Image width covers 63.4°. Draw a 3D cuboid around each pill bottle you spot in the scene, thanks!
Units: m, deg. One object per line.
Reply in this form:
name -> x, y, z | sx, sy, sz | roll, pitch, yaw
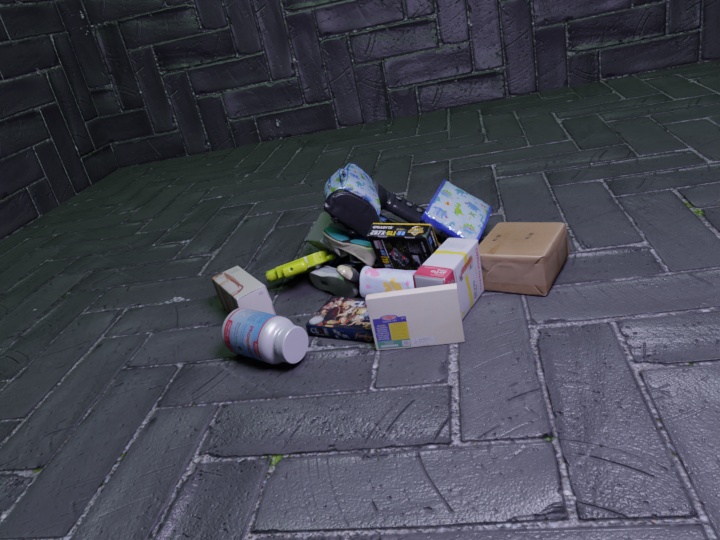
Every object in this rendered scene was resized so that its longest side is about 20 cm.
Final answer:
pill bottle -> -0.218, 0.153, 1.341 | 0.198, 0.110, 0.109 | 8, 32, 38

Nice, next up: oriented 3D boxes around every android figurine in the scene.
android figurine -> -0.167, -0.012, 1.655 | 0.198, 0.042, 0.182 | -18, -1, 2

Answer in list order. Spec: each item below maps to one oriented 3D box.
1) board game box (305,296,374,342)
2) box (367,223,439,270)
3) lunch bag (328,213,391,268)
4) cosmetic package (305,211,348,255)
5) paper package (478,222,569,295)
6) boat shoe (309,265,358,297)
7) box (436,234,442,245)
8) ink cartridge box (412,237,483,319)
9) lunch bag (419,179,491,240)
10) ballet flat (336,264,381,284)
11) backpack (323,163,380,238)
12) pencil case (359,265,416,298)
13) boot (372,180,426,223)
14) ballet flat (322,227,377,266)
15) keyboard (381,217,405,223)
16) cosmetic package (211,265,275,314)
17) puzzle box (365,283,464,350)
board game box -> -0.014, 0.115, 1.406 | 0.198, 0.035, 0.136 | 2, 29, 29
box -> 0.122, -0.030, 1.445 | 0.158, 0.201, 0.050 | 5, 50, 31
lunch bag -> -0.013, -0.083, 1.732 | 0.199, 0.094, 0.151 | -33, 27, 27
cosmetic package -> -0.084, -0.109, 1.704 | 0.107, 0.090, 0.200 | -59, 20, -4
paper package -> 0.395, -0.035, 1.442 | 0.189, 0.104, 0.200 | 3, 30, 34
boat shoe -> -0.060, 0.022, 1.577 | 0.071, 0.071, 0.200 | -35, 29, -28
box -> 0.157, -0.066, 1.685 | 0.158, 0.045, 0.201 | -11, 26, 6
ink cartridge box -> 0.207, 0.030, 1.344 | 0.083, 0.147, 0.200 | 6, 31, 33
lunch bag -> 0.264, -0.143, 1.634 | 0.169, 0.128, 0.200 | 29, 29, 3
ballet flat -> 0.000, 0.000, 1.511 | 0.066, 0.057, 0.199 | 43, 18, 24
backpack -> -0.024, -0.198, 1.568 | 0.154, 0.162, 0.200 | -55, 21, 8
pencil case -> 0.095, 0.036, 1.429 | 0.198, 0.084, 0.090 | 5, 8, 28
boot -> 0.109, -0.168, 1.696 | 0.066, 0.199, 0.166 | -49, 19, 35
ballet flat -> -0.030, -0.059, 1.534 | 0.069, 0.070, 0.199 | -31, 38, -33
keyboard -> 0.100, -0.114, 1.612 | 0.198, 0.040, 0.104 | 6, 28, -24
cosmetic package -> -0.315, 0.071, 1.563 | 0.087, 0.104, 0.199 | -27, 27, -24
puzzle box -> 0.118, 0.102, 1.256 | 0.198, 0.134, 0.025 | -7, 26, 12
